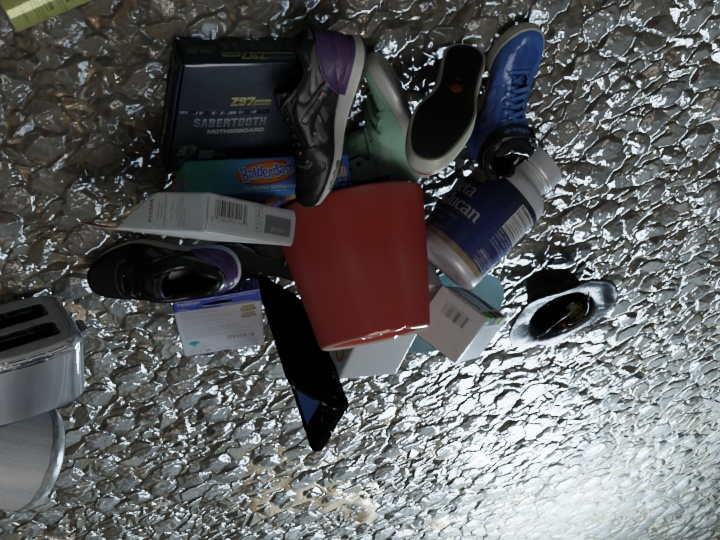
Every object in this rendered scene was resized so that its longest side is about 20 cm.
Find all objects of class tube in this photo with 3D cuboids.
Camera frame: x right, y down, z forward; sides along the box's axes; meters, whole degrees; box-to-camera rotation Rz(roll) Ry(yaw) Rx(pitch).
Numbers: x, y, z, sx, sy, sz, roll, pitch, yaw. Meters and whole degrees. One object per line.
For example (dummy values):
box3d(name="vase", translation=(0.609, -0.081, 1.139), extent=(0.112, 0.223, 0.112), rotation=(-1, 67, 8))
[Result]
box3d(name="tube", translation=(-0.258, -0.299, 1.058), extent=(0.199, 0.052, 0.058), rotation=(-25, -176, -4))

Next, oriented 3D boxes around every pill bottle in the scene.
box3d(name="pill bottle", translation=(0.175, -0.081, 1.453), extent=(0.200, 0.111, 0.111), rotation=(-46, 143, -7))

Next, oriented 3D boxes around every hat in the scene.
box3d(name="hat", translation=(0.313, 0.044, 1.739), extent=(0.200, 0.081, 0.201), rotation=(-18, 151, -10))

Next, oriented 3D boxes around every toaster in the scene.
box3d(name="toaster", translation=(-0.450, 0.118, 1.397), extent=(0.199, 0.114, 0.130), rotation=(-17, 141, -35))

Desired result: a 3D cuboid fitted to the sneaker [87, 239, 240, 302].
box3d(name="sneaker", translation=(-0.256, 0.005, 1.340), extent=(0.199, 0.088, 0.076), rotation=(-5, 104, 12))

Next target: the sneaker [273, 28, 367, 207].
box3d(name="sneaker", translation=(-0.062, -0.171, 1.201), extent=(0.087, 0.076, 0.201), rotation=(5, 111, -24))

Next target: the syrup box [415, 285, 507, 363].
box3d(name="syrup box", translation=(0.145, 0.075, 1.545), extent=(0.082, 0.079, 0.200), rotation=(-55, 166, 8))

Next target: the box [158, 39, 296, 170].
box3d(name="box", translation=(-0.126, -0.191, 1.251), extent=(0.199, 0.051, 0.158), rotation=(-5, 139, -23))

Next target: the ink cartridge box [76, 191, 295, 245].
box3d(name="ink cartridge box", translation=(-0.200, -0.062, 1.249), extent=(0.199, 0.048, 0.160), rotation=(6, 179, 32))

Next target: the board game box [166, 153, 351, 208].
box3d(name="board game box", translation=(-0.129, -0.096, 1.316), extent=(0.199, 0.045, 0.152), rotation=(-6, 171, -22))

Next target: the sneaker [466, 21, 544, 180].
box3d(name="sneaker", translation=(0.192, -0.201, 1.348), extent=(0.076, 0.112, 0.200), rotation=(-1, 138, -26))

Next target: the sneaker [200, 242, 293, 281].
box3d(name="sneaker", translation=(-0.132, -0.019, 1.456), extent=(0.104, 0.060, 0.200), rotation=(-17, 154, 17))

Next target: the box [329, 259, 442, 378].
box3d(name="box", translation=(0.022, 0.044, 1.552), extent=(0.097, 0.125, 0.200), rotation=(-1, 138, -26))

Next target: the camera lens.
box3d(name="camera lens", translation=(-0.523, 0.244, 1.492), extent=(0.199, 0.160, 0.160), rotation=(20, 126, -42))

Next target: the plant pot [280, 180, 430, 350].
box3d(name="plant pot", translation=(0.000, 0.000, 1.351), extent=(0.199, 0.178, 0.200), rotation=(-11, 173, -1))

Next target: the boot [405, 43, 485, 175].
box3d(name="boot", translation=(0.101, -0.157, 1.304), extent=(0.072, 0.201, 0.145), rotation=(17, 142, 9))

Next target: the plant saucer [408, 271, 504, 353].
box3d(name="plant saucer", translation=(0.126, 0.053, 1.687), extent=(0.200, 0.039, 0.202), rotation=(-14, 143, -11))

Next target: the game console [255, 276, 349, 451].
box3d(name="game console", translation=(-0.102, 0.134, 1.537), extent=(0.116, 0.201, 0.176), rotation=(2, 137, -27))

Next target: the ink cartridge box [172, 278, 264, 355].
box3d(name="ink cartridge box", translation=(-0.195, 0.061, 1.487), extent=(0.119, 0.042, 0.200), rotation=(-8, 158, -7))

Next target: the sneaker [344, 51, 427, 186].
box3d(name="sneaker", translation=(0.008, -0.172, 1.327), extent=(0.118, 0.074, 0.201), rotation=(-16, 137, 9))
